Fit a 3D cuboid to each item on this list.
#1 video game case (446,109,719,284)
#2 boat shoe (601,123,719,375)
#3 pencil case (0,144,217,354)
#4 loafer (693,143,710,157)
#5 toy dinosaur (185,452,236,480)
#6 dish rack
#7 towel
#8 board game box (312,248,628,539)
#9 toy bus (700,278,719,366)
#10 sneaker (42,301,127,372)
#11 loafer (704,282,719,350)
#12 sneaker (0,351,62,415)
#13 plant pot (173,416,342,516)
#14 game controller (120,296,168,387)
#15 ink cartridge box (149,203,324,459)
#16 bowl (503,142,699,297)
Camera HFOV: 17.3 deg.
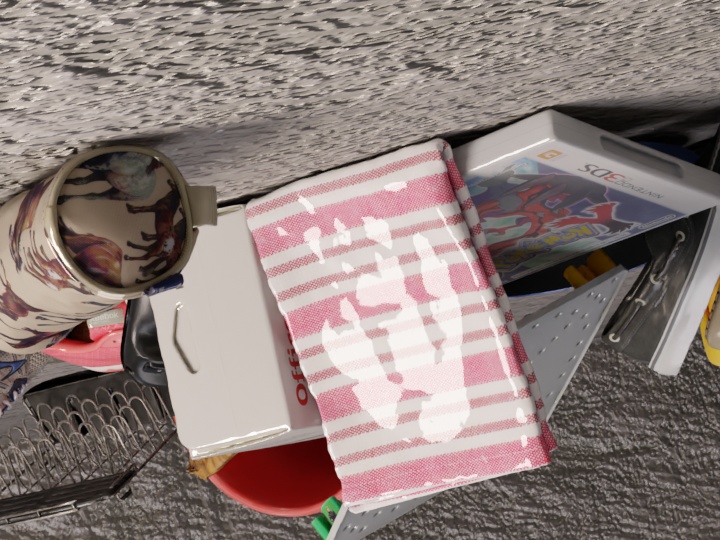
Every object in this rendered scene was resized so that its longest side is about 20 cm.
[{"bbox_3d":[0.090,-0.036,1.435,0.200,0.023,0.182,-21,157,36],"label":"video game case"},{"bbox_3d":[0.205,-0.019,1.506,0.057,0.200,0.069,19,-147,4],"label":"boat shoe"},{"bbox_3d":[-0.149,-0.008,1.226,0.089,0.078,0.200,7,167,-24],"label":"pencil case"},{"bbox_3d":[0.276,-0.067,1.566,0.072,0.063,0.200,-11,175,-17],"label":"loafer"},{"bbox_3d":[-0.088,0.104,1.722,0.060,0.106,0.200,24,157,3],"label":"toy dinosaur"},{"bbox_3d":[-0.209,0.128,1.740,0.153,0.055,0.200,-16,-165,25],"label":"dish rack"},{"bbox_3d":[0.020,0.034,1.377,0.146,0.200,0.030,-18,-176,33],"label":"towel"},{"bbox_3d":[0.067,0.086,1.536,0.200,0.026,0.200,-27,156,-31],"label":"board game box"},{"bbox_3d":[0.332,-0.032,1.672,0.200,0.136,0.192,-8,137,7],"label":"toy bus"},{"bbox_3d":[-0.152,0.038,1.705,0.200,0.074,0.087,-15,171,32],"label":"sneaker"},{"bbox_3d":[0.272,-0.026,1.477,0.068,0.076,0.200,18,133,6],"label":"loafer"},{"bbox_3d":[-0.288,0.080,1.786,0.077,0.085,0.200,-16,173,41],"label":"sneaker"},{"bbox_3d":[-0.021,0.076,1.849,0.200,0.201,0.177,-16,-178,37],"label":"plant pot"},{"bbox_3d":[-0.072,0.023,1.636,0.200,0.105,0.042,-8,-156,-33],"label":"game controller"},{"bbox_3d":[-0.037,0.034,1.511,0.083,0.147,0.200,-15,175,31],"label":"ink cartridge box"},{"bbox_3d":[0.137,-0.029,1.591,0.200,0.039,0.201,-11,162,-4],"label":"bowl"}]
